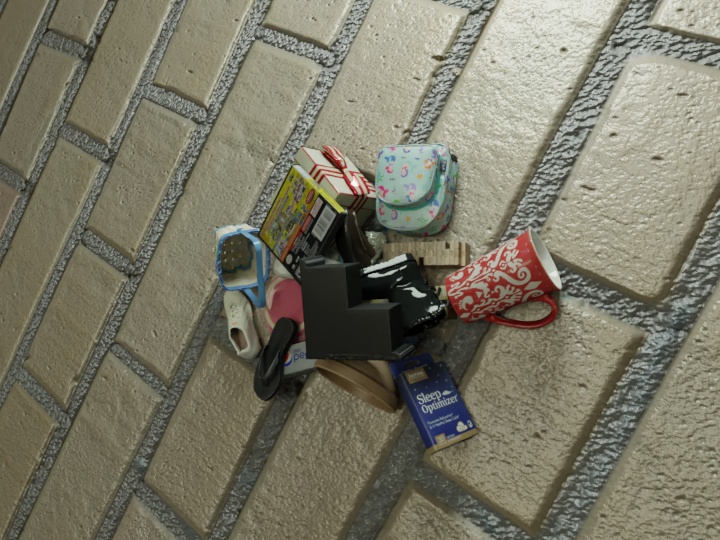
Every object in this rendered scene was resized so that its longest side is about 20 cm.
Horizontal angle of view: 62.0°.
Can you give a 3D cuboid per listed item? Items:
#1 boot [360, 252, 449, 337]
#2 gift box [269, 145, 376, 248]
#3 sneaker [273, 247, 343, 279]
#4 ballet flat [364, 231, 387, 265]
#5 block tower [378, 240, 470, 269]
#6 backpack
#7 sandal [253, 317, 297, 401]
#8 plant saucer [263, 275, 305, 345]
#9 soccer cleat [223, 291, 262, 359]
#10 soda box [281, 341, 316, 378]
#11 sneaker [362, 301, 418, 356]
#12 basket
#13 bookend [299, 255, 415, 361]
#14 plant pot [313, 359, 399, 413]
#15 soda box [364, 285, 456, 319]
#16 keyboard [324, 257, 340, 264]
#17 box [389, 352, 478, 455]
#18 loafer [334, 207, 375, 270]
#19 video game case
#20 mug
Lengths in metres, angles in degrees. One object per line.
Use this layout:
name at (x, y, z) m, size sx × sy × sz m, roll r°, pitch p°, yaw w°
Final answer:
boot at (0.068, 0.064, 1.233) m, size 0.197 × 0.073 × 0.163 m, roll -23°, pitch 62°, yaw -9°
gift box at (-0.071, -0.178, 1.404) m, size 0.185 × 0.200 × 0.187 m, roll 50°, pitch 120°, yaw 22°
sneaker at (-0.117, -0.003, 1.424) m, size 0.199 × 0.082 × 0.074 m, roll -1°, pitch 62°, yaw 36°
ballet flat at (0.000, 0.000, 1.391) m, size 0.071 × 0.072 × 0.201 m, roll 18°, pitch 87°, yaw 29°
block tower at (0.140, -0.033, 1.332) m, size 0.199 × 0.054 × 0.058 m, roll -3°, pitch 79°, yaw 27°
backpack at (0.118, -0.179, 1.324) m, size 0.177 × 0.150 × 0.201 m, roll 5°, pitch 88°, yaw 27°
sandal at (-0.210, 0.205, 1.409) m, size 0.076 × 0.043 × 0.201 m, roll 15°, pitch 87°, yaw 31°
plant saucer at (-0.163, 0.085, 1.475) m, size 0.199 × 0.051 × 0.202 m, roll -5°, pitch 79°, yaw 28°
soccer cleat at (-0.310, 0.130, 1.529) m, size 0.069 × 0.077 × 0.201 m, roll -33°, pitch 67°, yaw 19°
soda box at (-0.128, 0.207, 1.426) m, size 0.199 × 0.063 × 0.069 m, roll -19°, pitch 72°, yaw 24°
sneaker at (0.027, 0.144, 1.305) m, size 0.199 × 0.147 × 0.081 m, roll 7°, pitch 49°, yaw 7°
basket at (-0.285, -0.019, 1.480) m, size 0.200 × 0.139 × 0.177 m, roll 30°, pitch 127°, yaw 48°
bookend at (-0.007, 0.068, 1.169) m, size 0.198 × 0.092 × 0.201 m, roll -3°, pitch 94°, yaw 23°
plant pot at (0.007, 0.217, 1.289) m, size 0.200 × 0.201 × 0.093 m, roll 22°, pitch 72°, yaw 29°
soda box at (0.109, 0.075, 1.324) m, size 0.199 × 0.064 × 0.068 m, roll -4°, pitch 79°, yaw 27°
keyboard at (-0.094, -0.005, 1.341) m, size 0.199 × 0.011 × 0.056 m, roll 20°, pitch 77°, yaw 44°
box at (0.149, 0.264, 1.238) m, size 0.032 × 0.121 × 0.201 m, roll -52°, pitch 57°, yaw 47°
loafer at (-0.007, -0.046, 1.321) m, size 0.073 × 0.071 × 0.201 m, roll 21°, pitch 127°, yaw 61°
video game case at (-0.133, -0.100, 1.320) m, size 0.181 × 0.025 × 0.201 m, roll 46°, pitch 120°, yaw 26°
mug at (0.288, 0.038, 1.199) m, size 0.199 × 0.133 × 0.178 m, roll -28°, pitch 67°, yaw 25°
